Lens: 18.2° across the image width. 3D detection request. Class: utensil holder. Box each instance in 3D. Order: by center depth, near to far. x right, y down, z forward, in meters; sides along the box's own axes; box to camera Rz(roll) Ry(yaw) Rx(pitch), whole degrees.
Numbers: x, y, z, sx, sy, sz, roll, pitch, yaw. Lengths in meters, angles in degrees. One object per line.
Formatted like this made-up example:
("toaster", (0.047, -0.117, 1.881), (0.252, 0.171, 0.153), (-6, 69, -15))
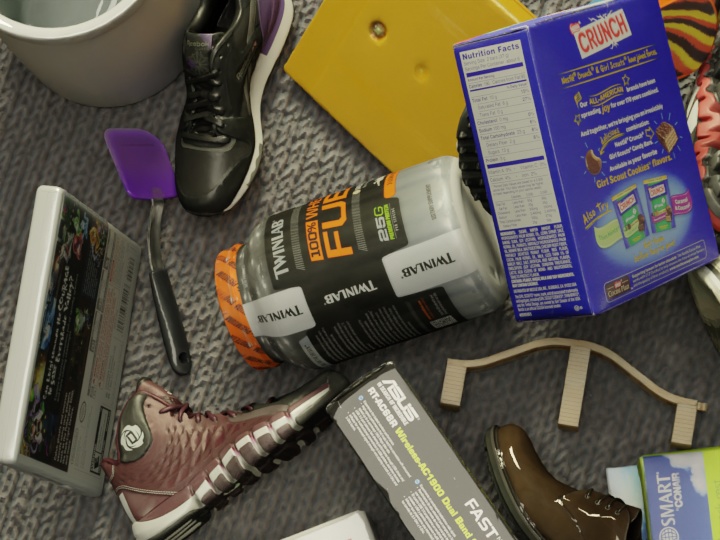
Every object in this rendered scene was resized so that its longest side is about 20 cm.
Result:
("utensil holder", (-0.212, -0.226, 1.712), (0.169, 0.200, 0.171), (-1, 78, 4))

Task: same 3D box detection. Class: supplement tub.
("supplement tub", (0.000, 0.000, 1.672), (0.199, 0.123, 0.123), (-19, 76, 14))

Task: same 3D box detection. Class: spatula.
("spatula", (-0.157, -0.016, 1.748), (0.021, 0.056, 0.201), (-17, 81, 45))

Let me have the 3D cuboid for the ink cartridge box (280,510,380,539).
("ink cartridge box", (-0.028, 0.294, 1.641), (0.146, 0.084, 0.201), (-21, 77, 1))

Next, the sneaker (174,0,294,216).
("sneaker", (-0.117, -0.144, 1.735), (0.075, 0.088, 0.201), (5, 75, 27))

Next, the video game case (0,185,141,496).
("video game case", (-0.215, 0.056, 1.660), (0.023, 0.182, 0.201), (6, 78, 14))

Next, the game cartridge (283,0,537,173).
("game cartridge", (0.054, -0.154, 1.707), (0.200, 0.032, 0.176), (43, 126, 11))

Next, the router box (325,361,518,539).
("router box", (0.060, 0.172, 1.625), (0.062, 0.150, 0.200), (-35, 77, -2))

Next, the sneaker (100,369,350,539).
("sneaker", (-0.113, 0.110, 1.696), (0.200, 0.076, 0.116), (-37, 74, -2))

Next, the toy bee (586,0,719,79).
("toy bee", (0.190, -0.152, 1.716), (0.199, 0.131, 0.109), (-3, 119, 41))

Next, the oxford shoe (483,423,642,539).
("oxford shoe", (0.163, 0.184, 1.641), (0.084, 0.073, 0.200), (-40, 69, 12))

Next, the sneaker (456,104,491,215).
("sneaker", (0.131, -0.070, 1.648), (0.066, 0.200, 0.091), (1, 49, 36))

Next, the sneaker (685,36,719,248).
("sneaker", (0.267, -0.093, 1.695), (0.071, 0.098, 0.201), (24, 51, -15))

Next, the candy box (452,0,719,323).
("candy box", (0.159, -0.082, 1.562), (0.077, 0.169, 0.201), (-7, 99, 41))

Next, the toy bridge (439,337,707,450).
("toy bridge", (0.163, 0.087, 1.697), (0.199, 0.027, 0.068), (9, 78, 7))

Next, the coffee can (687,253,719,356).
("coffee can", (0.359, 0.016, 1.633), (0.199, 0.146, 0.147), (-27, 77, 0))

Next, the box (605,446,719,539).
("box", (0.287, 0.189, 1.653), (0.199, 0.048, 0.122), (-6, 77, 3))
